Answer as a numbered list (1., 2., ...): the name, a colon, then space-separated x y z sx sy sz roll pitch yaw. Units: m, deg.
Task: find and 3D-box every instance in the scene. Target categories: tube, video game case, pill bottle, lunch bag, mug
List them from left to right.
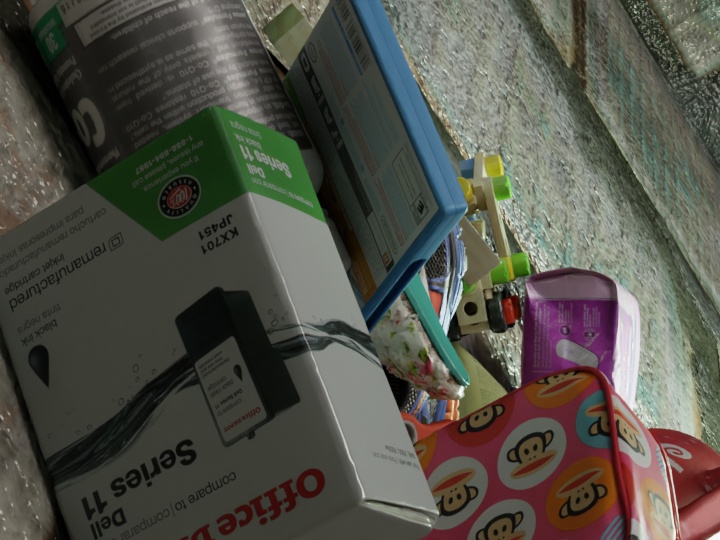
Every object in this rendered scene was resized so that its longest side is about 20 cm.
1. pill bottle: -0.089 -0.072 1.220 0.201 0.113 0.113 64 17 8
2. video game case: -0.011 -0.046 1.237 0.018 0.200 0.144 -12 68 -28
3. tube: 0.087 0.108 1.569 0.200 0.051 0.058 -88 177 -69
4. lunch bag: 0.069 0.157 1.177 0.082 0.199 0.177 48 24 -32
5. mug: 0.200 0.178 1.594 0.133 0.178 0.200 34 17 13

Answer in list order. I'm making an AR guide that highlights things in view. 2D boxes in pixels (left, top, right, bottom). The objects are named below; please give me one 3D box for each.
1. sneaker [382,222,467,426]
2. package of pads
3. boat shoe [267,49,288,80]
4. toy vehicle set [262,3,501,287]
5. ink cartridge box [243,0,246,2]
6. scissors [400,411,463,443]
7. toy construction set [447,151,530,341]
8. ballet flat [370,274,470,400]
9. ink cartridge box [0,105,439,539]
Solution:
1. sneaker: 0.018 0.026 1.376 0.078 0.075 0.202 4 80 -60
2. package of pads: 0.166 0.066 1.703 0.200 0.075 0.122 25 67 -78
3. boat shoe: -0.054 -0.090 1.461 0.073 0.063 0.200 51 5 37
4. toy vehicle set: 0.012 -0.083 1.467 0.200 0.026 0.124 50 3 -13
5. ink cartridge box: -0.103 -0.230 1.367 0.146 0.144 0.200 59 17 -9
6. scissors: 0.057 0.094 1.371 0.200 0.014 0.074 -34 117 -39
7. toy construction set: 0.069 -0.018 1.628 0.200 0.091 0.132 -11 90 -66
8. ballet flat: 0.000 0.000 1.323 0.201 0.064 0.076 66 11 26
9. ink cartridge box: -0.071 0.052 1.027 0.083 0.146 0.201 23 41 -61
